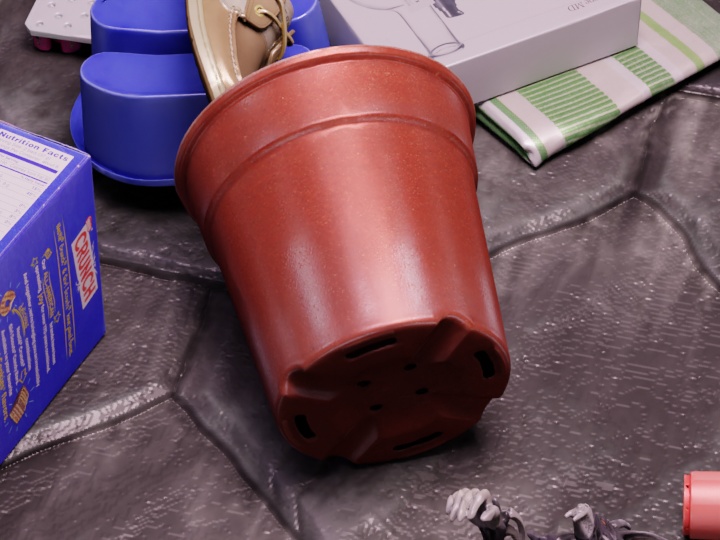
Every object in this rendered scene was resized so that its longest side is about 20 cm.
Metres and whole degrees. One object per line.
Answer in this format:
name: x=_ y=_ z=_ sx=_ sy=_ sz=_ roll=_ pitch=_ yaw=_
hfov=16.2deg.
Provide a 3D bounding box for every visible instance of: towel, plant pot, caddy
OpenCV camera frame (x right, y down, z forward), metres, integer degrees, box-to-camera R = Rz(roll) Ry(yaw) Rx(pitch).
towel: x=0.155 y=-0.160 z=1.821 sx=0.199 sy=0.023 sz=0.152 roll=-30 pitch=52 yaw=-24
plant pot: x=0.000 y=0.000 z=1.573 sx=0.199 sy=0.201 sz=0.196 roll=-11 pitch=55 yaw=-7
caddy: x=-0.104 y=-0.124 z=1.742 sx=0.199 sy=0.105 sz=0.142 roll=-1 pitch=44 yaw=5

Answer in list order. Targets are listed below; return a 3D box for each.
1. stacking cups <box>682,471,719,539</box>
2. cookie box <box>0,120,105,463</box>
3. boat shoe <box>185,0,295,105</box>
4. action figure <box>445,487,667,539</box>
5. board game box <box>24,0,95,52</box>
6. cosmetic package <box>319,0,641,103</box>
stacking cups: x=0.291 y=0.143 z=1.500 sx=0.199 sy=0.061 sz=0.061 roll=0 pitch=46 yaw=4
cookie box: x=-0.241 y=0.037 z=1.554 sx=0.075 sy=0.172 sz=0.200 roll=22 pitch=51 yaw=19
boat shoe: x=-0.077 y=-0.168 z=1.653 sx=0.066 sy=0.074 sz=0.201 roll=-11 pitch=45 yaw=3
action figure: x=0.095 y=0.186 z=1.443 sx=0.200 sy=0.102 sz=0.119 roll=-38 pitch=44 yaw=-27
board game box: x=-0.125 y=-0.223 z=1.892 sx=0.199 sy=0.026 sz=0.201 roll=9 pitch=48 yaw=11
cosmetic package: x=0.077 y=-0.191 z=1.802 sx=0.199 sy=0.052 sz=0.151 roll=-21 pitch=53 yaw=-18
